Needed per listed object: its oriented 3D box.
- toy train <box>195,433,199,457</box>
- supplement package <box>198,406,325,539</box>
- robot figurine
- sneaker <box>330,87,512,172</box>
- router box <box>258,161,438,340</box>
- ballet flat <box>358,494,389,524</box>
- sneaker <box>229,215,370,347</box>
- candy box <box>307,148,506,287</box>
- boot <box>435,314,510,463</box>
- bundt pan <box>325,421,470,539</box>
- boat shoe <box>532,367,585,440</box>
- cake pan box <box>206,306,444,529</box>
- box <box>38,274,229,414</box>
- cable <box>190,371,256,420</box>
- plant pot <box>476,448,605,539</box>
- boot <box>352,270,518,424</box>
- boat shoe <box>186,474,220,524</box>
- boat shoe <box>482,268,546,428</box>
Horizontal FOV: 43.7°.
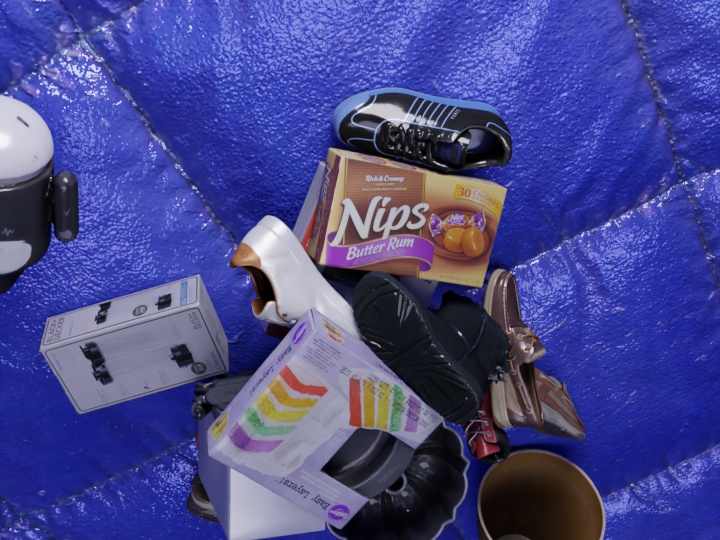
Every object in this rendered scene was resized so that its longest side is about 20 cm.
[{"bbox_3d":[-0.136,0.249,1.238,0.200,0.056,0.151,43,83,-22],"label":"toy train"},{"bbox_3d":[-0.125,0.229,1.099,0.119,0.200,0.122,-1,100,-20],"label":"supplement package"},{"bbox_3d":[-0.373,-0.078,0.909,0.148,0.125,0.202,-10,131,-33],"label":"robot figurine"},{"bbox_3d":[0.069,-0.147,0.964,0.196,0.078,0.071,-1,127,-10],"label":"sneaker"},{"bbox_3d":[0.000,0.000,1.040,0.177,0.049,0.203,18,101,-22],"label":"router box"},{"bbox_3d":[0.042,0.277,1.233,0.200,0.069,0.070,-45,129,-18],"label":"ballet flat"},{"bbox_3d":[-0.067,0.045,0.958,0.085,0.073,0.201,-46,106,-25],"label":"sneaker"},{"bbox_3d":[0.051,-0.056,0.980,0.197,0.056,0.119,8,104,-22],"label":"candy box"},{"bbox_3d":[0.130,0.159,1.156,0.072,0.145,0.200,-30,124,21],"label":"boot"},{"bbox_3d":[0.035,0.254,1.140,0.198,0.076,0.206,-3,103,-14],"label":"bundt pan"},{"bbox_3d":[0.265,0.184,1.241,0.075,0.073,0.200,5,161,35],"label":"boat shoe"},{"bbox_3d":[-0.035,0.165,0.959,0.199,0.052,0.184,37,105,-25],"label":"cake pan box"},{"bbox_3d":[-0.270,0.090,1.088,0.197,0.061,0.118,-17,127,2],"label":"box"},{"bbox_3d":[-0.102,0.139,1.074,0.197,0.163,0.052,-12,88,1],"label":"cable"},{"bbox_3d":[0.253,0.404,1.352,0.183,0.188,0.202,-4,140,-7],"label":"plant pot"},{"bbox_3d":[0.087,0.064,0.994,0.199,0.162,0.073,49,119,0],"label":"boot"},{"bbox_3d":[-0.154,0.338,1.289,0.198,0.072,0.066,18,133,-22],"label":"boat shoe"},{"bbox_3d":[0.199,0.099,1.123,0.071,0.072,0.204,-2,93,32],"label":"boat shoe"}]
